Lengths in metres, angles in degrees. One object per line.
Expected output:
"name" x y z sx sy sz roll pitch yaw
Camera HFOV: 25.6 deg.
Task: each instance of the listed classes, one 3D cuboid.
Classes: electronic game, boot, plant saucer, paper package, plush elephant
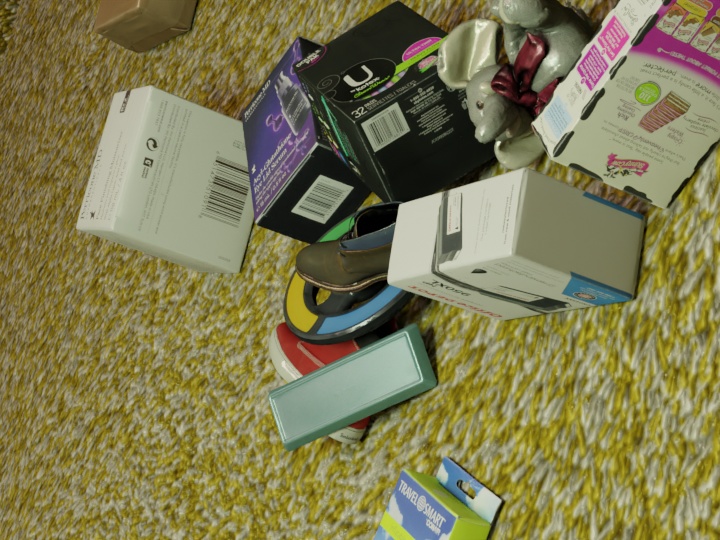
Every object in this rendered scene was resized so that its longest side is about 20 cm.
"electronic game" 0.000 0.000 1.718 0.199 0.042 0.201 -27 34 20
"boot" -0.023 0.079 1.756 0.145 0.072 0.200 -62 38 15
"plant saucer" -0.014 0.125 1.673 0.199 0.019 0.070 -27 73 27
"paper package" -0.335 -0.478 2.582 0.190 0.103 0.202 -8 66 57
"boot" 0.000 -0.032 1.640 0.198 0.097 0.075 -1 51 34
"plush elephant" 0.157 -0.178 1.510 0.155 0.165 0.200 -43 9 19

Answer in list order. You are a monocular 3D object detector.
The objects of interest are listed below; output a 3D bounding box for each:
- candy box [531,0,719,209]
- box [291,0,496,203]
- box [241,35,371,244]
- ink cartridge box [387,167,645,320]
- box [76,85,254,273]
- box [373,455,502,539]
"candy box" 0.258 -0.164 1.344 0.201 0.136 0.061 -55 31 25
"box" 0.040 -0.176 1.679 0.148 0.125 0.200 -31 31 -7
"box" -0.059 -0.157 1.918 0.148 0.104 0.201 -50 36 34
"ink cartridge box" 0.139 -0.019 1.454 0.199 0.144 0.085 -13 63 57
"box" -0.246 -0.118 2.117 0.130 0.199 0.201 1 75 59
"box" 0.055 0.286 1.521 0.122 0.047 0.202 32 102 60
